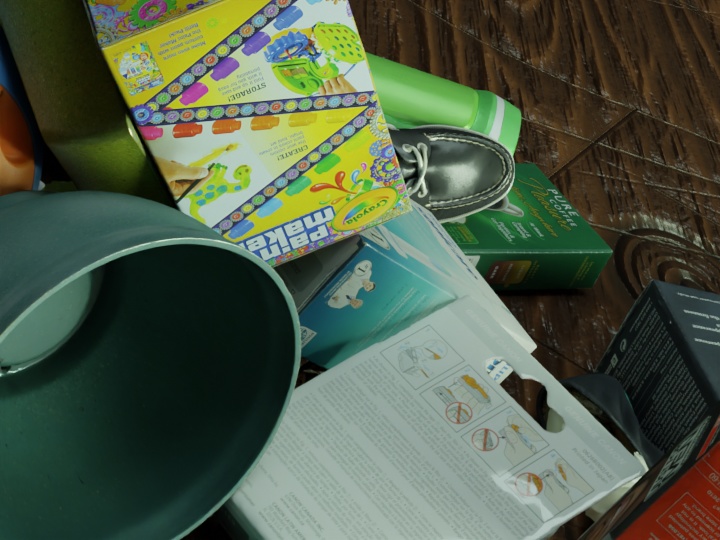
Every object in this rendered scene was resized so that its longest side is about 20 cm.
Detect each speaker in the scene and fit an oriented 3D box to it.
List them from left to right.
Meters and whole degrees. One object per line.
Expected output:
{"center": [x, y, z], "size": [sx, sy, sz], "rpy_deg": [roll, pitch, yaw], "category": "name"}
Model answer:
{"center": [0.013, -0.117, 1.187], "size": [0.200, 0.088, 0.088], "rpy_deg": [18, 31, -7], "category": "speaker"}

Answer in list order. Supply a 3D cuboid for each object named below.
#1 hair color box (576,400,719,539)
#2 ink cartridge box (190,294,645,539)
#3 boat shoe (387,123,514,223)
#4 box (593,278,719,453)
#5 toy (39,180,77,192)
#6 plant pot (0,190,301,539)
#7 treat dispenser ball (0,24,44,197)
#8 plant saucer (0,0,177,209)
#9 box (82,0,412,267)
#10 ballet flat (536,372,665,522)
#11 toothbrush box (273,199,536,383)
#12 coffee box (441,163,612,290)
{"center": [0.162, 0.148, 0.852], "size": [0.061, 0.200, 0.102], "rpy_deg": [41, 32, 6], "category": "hair color box"}
{"center": [0.030, 0.117, 0.891], "size": [0.200, 0.050, 0.162], "rpy_deg": [-27, 55, -27], "category": "ink cartridge box"}
{"center": [0.014, -0.070, 1.119], "size": [0.200, 0.074, 0.060], "rpy_deg": [3, 0, -7], "category": "boat shoe"}
{"center": [0.264, 0.115, 1.076], "size": [0.148, 0.104, 0.200], "rpy_deg": [13, 33, -21], "category": "box"}
{"center": [-0.212, -0.036, 1.017], "size": [0.200, 0.047, 0.115], "rpy_deg": [35, 33, 17], "category": "toy"}
{"center": [-0.150, 0.040, 0.817], "size": [0.200, 0.200, 0.134], "rpy_deg": [-5, 32, -41], "category": "plant pot"}
{"center": [-0.275, -0.071, 0.874], "size": [0.201, 0.201, 0.201], "rpy_deg": [18, 31, -12], "category": "treat dispenser ball"}
{"center": [-0.159, -0.113, 0.900], "size": [0.048, 0.200, 0.200], "rpy_deg": [-23, 71, -3], "category": "plant saucer"}
{"center": [-0.076, -0.137, 0.876], "size": [0.122, 0.193, 0.200], "rpy_deg": [-22, 51, -2], "category": "box"}
{"center": [0.161, 0.131, 1.015], "size": [0.073, 0.073, 0.200], "rpy_deg": [11, 27, -22], "category": "ballet flat"}
{"center": [0.000, 0.000, 1.010], "size": [0.200, 0.085, 0.146], "rpy_deg": [28, 20, -49], "category": "toothbrush box"}
{"center": [0.084, -0.035, 1.232], "size": [0.200, 0.044, 0.123], "rpy_deg": [-2, 39, -36], "category": "coffee box"}
